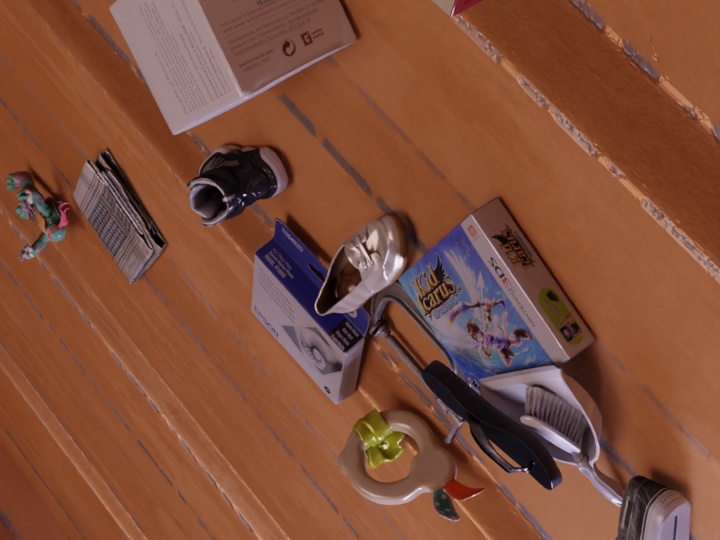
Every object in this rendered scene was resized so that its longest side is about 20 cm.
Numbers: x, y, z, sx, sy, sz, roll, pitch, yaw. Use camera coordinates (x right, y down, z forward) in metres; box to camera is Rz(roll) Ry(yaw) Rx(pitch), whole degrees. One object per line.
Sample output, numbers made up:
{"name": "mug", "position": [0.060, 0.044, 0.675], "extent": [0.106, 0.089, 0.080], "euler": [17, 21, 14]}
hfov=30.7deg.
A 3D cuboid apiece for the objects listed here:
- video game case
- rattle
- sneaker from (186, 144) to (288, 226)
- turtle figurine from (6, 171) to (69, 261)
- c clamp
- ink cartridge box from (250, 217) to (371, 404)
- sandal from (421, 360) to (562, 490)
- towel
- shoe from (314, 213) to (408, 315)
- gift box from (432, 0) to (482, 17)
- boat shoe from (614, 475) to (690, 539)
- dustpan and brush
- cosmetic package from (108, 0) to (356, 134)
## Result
{"name": "video game case", "position": [0.142, 0.041, 1.428], "extent": [0.182, 0.045, 0.200], "euler": [57, 150, 6]}
{"name": "rattle", "position": [0.076, 0.275, 1.699], "extent": [0.199, 0.130, 0.143], "euler": [20, 141, 22]}
{"name": "sneaker", "position": [-0.187, -0.112, 1.718], "extent": [0.199, 0.113, 0.076], "euler": [2, 118, 56]}
{"name": "turtle figurine", "position": [-0.575, -0.092, 2.340], "extent": [0.200, 0.100, 0.151], "euler": [48, 137, 48]}
{"name": "c clamp", "position": [0.071, 0.108, 1.613], "extent": [0.200, 0.027, 0.171], "euler": [52, 150, 12]}
{"name": "ink cartridge box", "position": [-0.072, 0.058, 1.757], "extent": [0.200, 0.040, 0.201], "euler": [46, 152, 22]}
{"name": "sandal", "position": [0.138, 0.178, 1.428], "extent": [0.200, 0.043, 0.076], "euler": [38, 162, 29]}
{"name": "towel", "position": [-0.403, -0.084, 2.150], "extent": [0.193, 0.034, 0.200], "euler": [58, 150, 4]}
{"name": "shoe", "position": [0.000, 0.000, 1.574], "extent": [0.070, 0.053, 0.200], "euler": [62, 146, 18]}
{"name": "gift box", "position": [0.072, -0.332, 1.060], "extent": [0.187, 0.184, 0.201], "euler": [46, 142, 18]}
{"name": "boat shoe", "position": [0.307, 0.302, 1.403], "extent": [0.071, 0.072, 0.201], "euler": [40, 136, 46]}
{"name": "dustpan and brush", "position": [0.227, 0.184, 1.408], "extent": [0.200, 0.057, 0.139], "euler": [36, 152, -22]}
{"name": "cosmetic package", "position": [-0.143, -0.274, 1.452], "extent": [0.200, 0.167, 0.167], "euler": [-12, 107, 60]}
